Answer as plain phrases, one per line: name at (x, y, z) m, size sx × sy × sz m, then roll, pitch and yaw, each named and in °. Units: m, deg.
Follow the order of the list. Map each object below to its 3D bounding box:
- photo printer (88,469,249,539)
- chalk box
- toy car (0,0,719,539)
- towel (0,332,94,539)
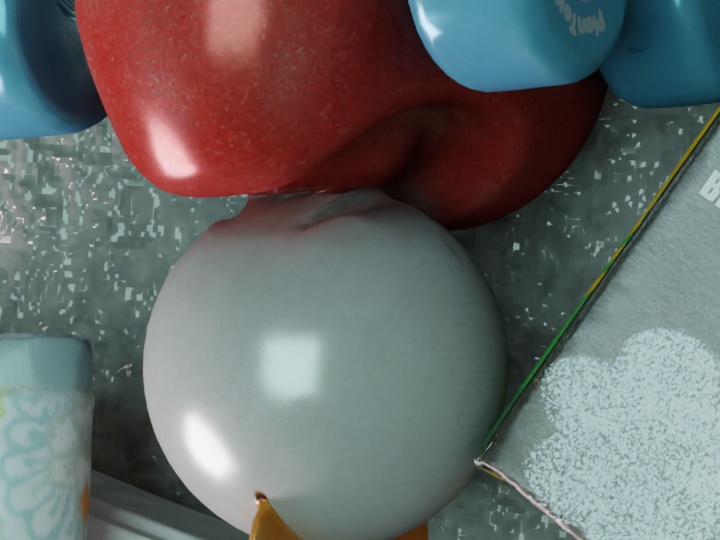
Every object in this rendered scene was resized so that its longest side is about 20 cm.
photo printer at (-0.132, 0.148, 0.854) m, size 0.166 × 0.069 × 0.201 m, roll 21°, pitch 95°, yaw 21°
chalk box at (0.147, 0.006, 0.723) m, size 0.124 × 0.124 × 0.200 m, roll 39°, pitch 101°, yaw 19°
toy car at (0.000, 0.000, 0.753) m, size 0.184 × 0.177 × 0.201 m, roll -3°, pitch 88°, yaw 31°
towel at (-0.167, 0.101, 0.809) m, size 0.199 × 0.048 × 0.172 m, roll 0°, pitch 89°, yaw 25°
